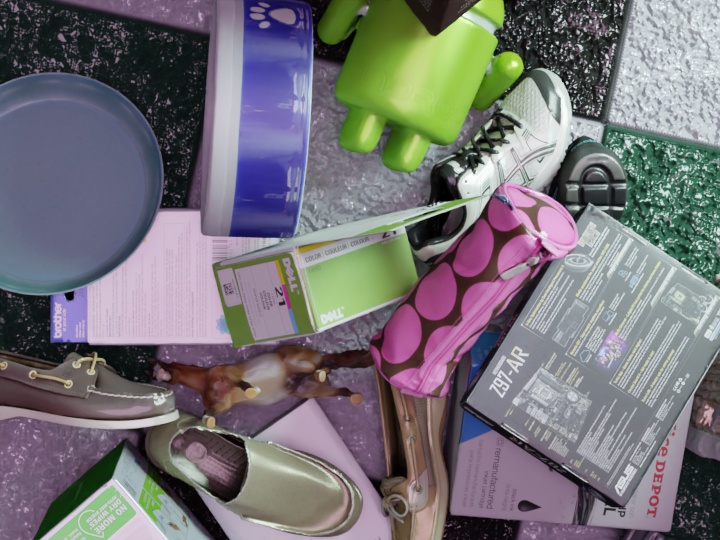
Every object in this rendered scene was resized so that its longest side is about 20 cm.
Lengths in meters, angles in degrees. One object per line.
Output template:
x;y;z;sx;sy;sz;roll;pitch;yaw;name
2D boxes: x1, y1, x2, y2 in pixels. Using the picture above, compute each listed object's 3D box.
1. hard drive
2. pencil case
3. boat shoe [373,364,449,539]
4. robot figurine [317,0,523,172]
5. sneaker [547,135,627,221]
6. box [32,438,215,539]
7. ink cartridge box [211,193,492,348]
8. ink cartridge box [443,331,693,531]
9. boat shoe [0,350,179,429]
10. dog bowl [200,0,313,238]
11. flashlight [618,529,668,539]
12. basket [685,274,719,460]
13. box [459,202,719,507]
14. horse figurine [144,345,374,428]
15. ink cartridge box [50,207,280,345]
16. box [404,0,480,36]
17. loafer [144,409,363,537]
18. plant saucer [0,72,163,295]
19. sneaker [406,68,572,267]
-0.042;0.231;1.666;0.132;0.026;0.201;-34;95;-2;hard drive
0.090;0.021;1.540;0.090;0.094;0.200;22;120;-30;pencil case
0.038;0.162;1.637;0.063;0.073;0.202;5;86;-21;boat shoe
0.051;-0.186;1.607;0.175;0.116;0.201;22;91;-12;robot figurine
0.198;-0.022;1.654;0.075;0.079;0.201;1;113;-10;sneaker
-0.176;0.247;1.570;0.097;0.200;0.177;-40;96;-1;box
0.000;0.000;1.550;0.199;0.147;0.076;-11;96;41;ink cartridge box
0.180;0.141;1.637;0.198;0.084;0.146;5;108;-5;ink cartridge box
-0.249;0.099;1.600;0.199;0.072;0.060;3;94;18;boat shoe
-0.088;-0.127;1.557;0.078;0.200;0.202;3;93;-7;dog bowl
0.220;0.323;1.669;0.068;0.068;0.201;36;84;-39;flashlight
0.399;0.101;1.612;0.199;0.198;0.162;12;90;-5;basket
0.200;0.071;1.560;0.160;0.044;0.201;32;80;-1;box
-0.076;0.094;1.619;0.199;0.132;0.050;-11;102;-15;horse figurine
-0.170;0.005;1.637;0.198;0.042;0.120;0;92;-7;ink cartridge box
0.075;-0.309;1.454;0.164;0.200;0.166;-39;89;-2;box
-0.092;0.181;1.611;0.199;0.068;0.076;20;91;-6;loafer
-0.266;-0.072;1.604;0.199;0.027;0.202;0;72;2;plant saucer
0.110;-0.086;1.616;0.087;0.076;0.201;21;97;-42;sneaker
